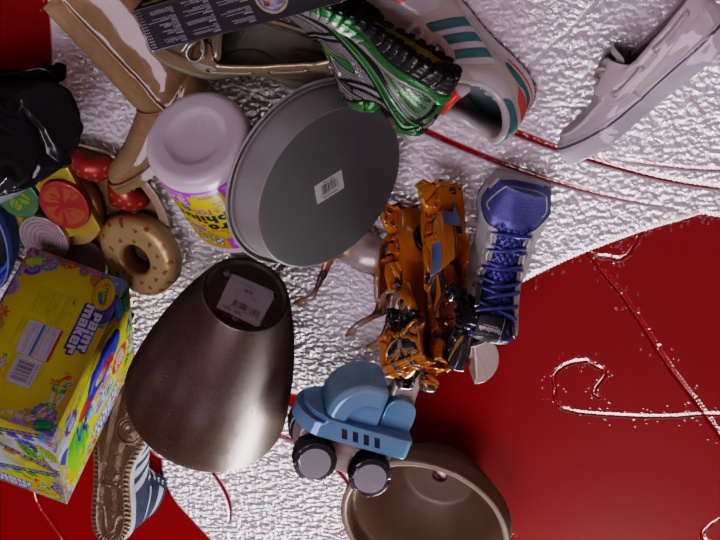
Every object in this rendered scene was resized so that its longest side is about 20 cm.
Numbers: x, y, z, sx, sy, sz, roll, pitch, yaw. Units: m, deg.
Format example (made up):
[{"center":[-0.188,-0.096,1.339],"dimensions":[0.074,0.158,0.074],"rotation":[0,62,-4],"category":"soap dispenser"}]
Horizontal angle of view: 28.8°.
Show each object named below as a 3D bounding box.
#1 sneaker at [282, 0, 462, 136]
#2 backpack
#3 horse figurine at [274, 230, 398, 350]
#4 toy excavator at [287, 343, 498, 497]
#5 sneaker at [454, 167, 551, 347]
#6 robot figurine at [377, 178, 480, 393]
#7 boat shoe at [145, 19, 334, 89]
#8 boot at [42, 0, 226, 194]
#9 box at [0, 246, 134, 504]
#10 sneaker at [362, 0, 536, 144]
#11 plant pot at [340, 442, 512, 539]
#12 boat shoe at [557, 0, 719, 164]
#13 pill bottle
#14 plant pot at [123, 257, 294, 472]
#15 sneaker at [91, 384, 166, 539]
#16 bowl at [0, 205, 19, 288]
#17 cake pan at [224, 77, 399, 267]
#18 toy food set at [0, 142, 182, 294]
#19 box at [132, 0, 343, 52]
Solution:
[{"center":[-0.009,-0.191,1.256],"dimensions":[0.200,0.078,0.086],"rotation":[38,117,22],"category":"sneaker"},{"center":[-0.387,-0.136,1.433],"dimensions":[0.199,0.166,0.128],"rotation":[13,123,54],"category":"backpack"},{"center":[0.000,0.000,1.468],"dimensions":[0.199,0.050,0.133],"rotation":[35,98,-1],"category":"horse figurine"},{"center":[0.032,0.135,1.509],"dimensions":[0.193,0.100,0.201],"rotation":[16,111,-12],"category":"toy excavator"},{"center":[0.139,0.007,1.389],"dimensions":[0.080,0.116,0.200],"rotation":[10,133,-12],"category":"sneaker"},{"center":[0.059,0.020,1.377],"dimensions":[0.058,0.202,0.145],"rotation":[12,159,-29],"category":"robot figurine"},{"center":[-0.110,-0.217,1.335],"dimensions":[0.199,0.074,0.063],"rotation":[15,169,5],"category":"boat shoe"},{"center":[-0.247,-0.197,1.420],"dimensions":[0.174,0.066,0.200],"rotation":[-33,111,21],"category":"boot"},{"center":[-0.349,0.120,1.565],"dimensions":[0.121,0.201,0.193],"rotation":[19,150,4],"category":"box"},{"center":[0.076,-0.195,1.285],"dimensions":[0.199,0.094,0.070],"rotation":[41,127,-12],"category":"sneaker"},{"center":[0.084,0.267,1.623],"dimensions":[0.199,0.093,0.202],"rotation":[10,128,13],"category":"plant pot"},{"center":[0.243,-0.175,1.258],"dimensions":[0.066,0.072,0.200],"rotation":[44,126,-10],"category":"boat shoe"},{"center":[-0.134,-0.084,1.397],"dimensions":[0.103,0.105,0.200],"rotation":[5,156,16],"category":"pill bottle"},{"center":[-0.143,0.084,1.487],"dimensions":[0.186,0.188,0.201],"rotation":[26,139,-1],"category":"plant pot"},{"center":[-0.284,0.233,1.753],"dimensions":[0.069,0.108,0.202],"rotation":[11,98,14],"category":"sneaker"},{"center":[-0.482,-0.056,1.612],"dimensions":[0.199,0.039,0.202],"rotation":[13,130,16],"category":"bowl"},{"center":[-0.039,-0.087,1.349],"dimensions":[0.037,0.199,0.202],"rotation":[38,140,38],"category":"cake pan"},{"center":[-0.302,-0.051,1.554],"dimensions":[0.196,0.049,0.201],"rotation":[-10,121,26],"category":"toy food set"},{"center":[-0.085,-0.269,1.245],"dimensions":[0.198,0.161,0.045],"rotation":[-11,122,25],"category":"box"}]
